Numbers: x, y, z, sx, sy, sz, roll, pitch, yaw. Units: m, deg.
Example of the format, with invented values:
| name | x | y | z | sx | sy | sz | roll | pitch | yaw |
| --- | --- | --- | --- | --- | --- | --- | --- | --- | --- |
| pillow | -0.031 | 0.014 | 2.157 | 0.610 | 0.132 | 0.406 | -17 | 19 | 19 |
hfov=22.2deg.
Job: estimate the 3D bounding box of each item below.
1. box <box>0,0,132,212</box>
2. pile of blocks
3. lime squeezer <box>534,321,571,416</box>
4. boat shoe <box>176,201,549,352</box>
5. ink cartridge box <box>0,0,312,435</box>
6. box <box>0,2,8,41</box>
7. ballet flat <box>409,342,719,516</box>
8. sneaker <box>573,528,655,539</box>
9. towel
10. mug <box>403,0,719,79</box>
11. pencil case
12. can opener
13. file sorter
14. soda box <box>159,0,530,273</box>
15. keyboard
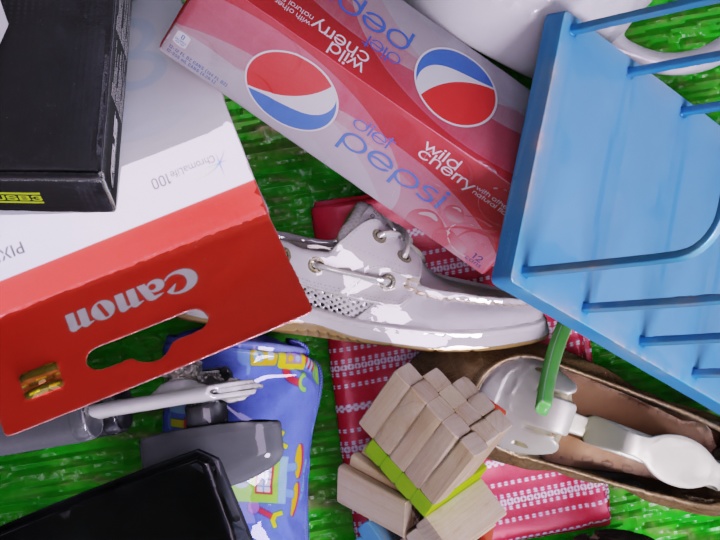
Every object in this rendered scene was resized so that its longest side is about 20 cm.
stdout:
| name | x | y | z | sx | sy | sz | roll | pitch | yaw |
| --- | --- | --- | --- | --- | --- | --- | --- | --- | --- |
| box | -0.209 | -0.127 | 0.900 | 0.192 | 0.048 | 0.201 | 1 | 69 | 5 |
| pile of blocks | 0.037 | 0.128 | 0.946 | 0.062 | 0.082 | 0.201 | -27 | 134 | -43 |
| lime squeezer | 0.136 | 0.019 | 0.961 | 0.200 | 0.038 | 0.071 | -22 | 74 | -40 |
| boat shoe | 0.000 | 0.000 | 0.932 | 0.199 | 0.071 | 0.070 | 6 | 94 | -3 |
| ink cartridge box | -0.131 | -0.035 | 0.898 | 0.160 | 0.047 | 0.200 | -22 | 54 | -6 |
| box | -0.268 | -0.061 | 0.822 | 0.155 | 0.041 | 0.201 | 16 | 63 | 8 |
| ballet flat | 0.120 | 0.083 | 0.944 | 0.199 | 0.072 | 0.068 | 21 | 89 | -5 |
| sneaker | 0.104 | 0.228 | 0.971 | 0.089 | 0.079 | 0.200 | 33 | 93 | -16 |
| towel | 0.055 | 0.049 | 0.984 | 0.144 | 0.022 | 0.201 | -8 | 91 | -5 |
| mug | 0.122 | -0.179 | 0.927 | 0.199 | 0.148 | 0.176 | 28 | 100 | -2 |
| pencil case | -0.061 | 0.129 | 0.943 | 0.086 | 0.078 | 0.201 | 0 | 90 | -12 |
| can opener | -0.136 | 0.079 | 0.904 | 0.199 | 0.053 | 0.067 | -7 | 87 | 24 |
| file sorter | 0.182 | -0.025 | 0.877 | 0.200 | 0.122 | 0.139 | 29 | 67 | -40 |
| soda box | 0.006 | -0.088 | 0.901 | 0.200 | 0.070 | 0.064 | 35 | 51 | -6 |
| keyboard | -0.121 | 0.160 | 0.914 | 0.200 | 0.040 | 0.104 | -23 | 83 | 35 |
